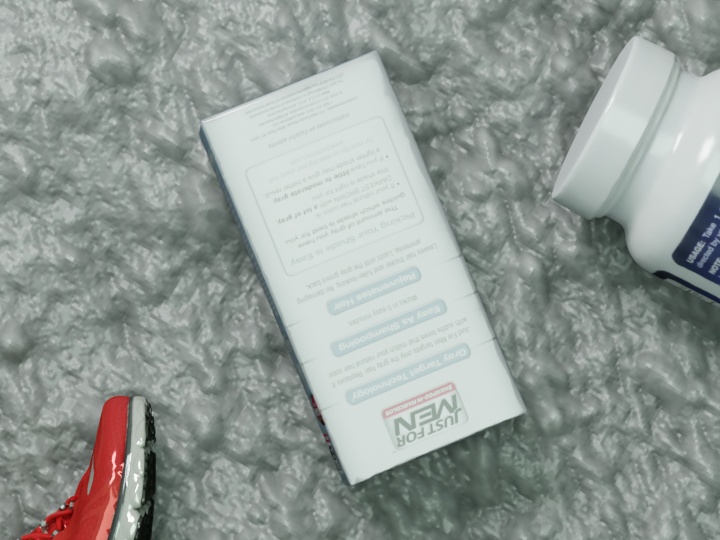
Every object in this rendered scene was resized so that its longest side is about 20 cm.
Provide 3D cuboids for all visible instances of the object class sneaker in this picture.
[{"bbox_3d":[-0.157,0.153,1.480,0.085,0.077,0.200,18,85,2],"label":"sneaker"}]

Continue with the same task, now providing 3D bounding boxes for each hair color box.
[{"bbox_3d":[0.000,0.000,1.509,0.099,0.061,0.200,-22,88,-5],"label":"hair color box"}]

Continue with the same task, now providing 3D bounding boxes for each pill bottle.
[{"bbox_3d":[0.206,-0.033,1.500,0.200,0.116,0.116,27,85,-3],"label":"pill bottle"}]
